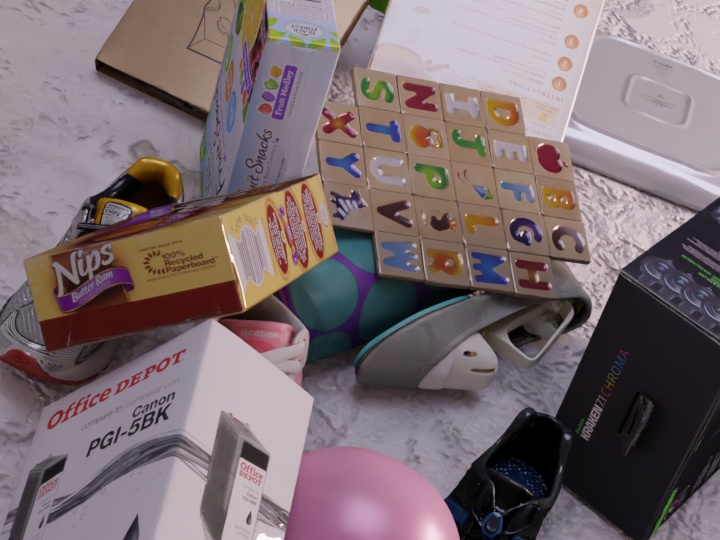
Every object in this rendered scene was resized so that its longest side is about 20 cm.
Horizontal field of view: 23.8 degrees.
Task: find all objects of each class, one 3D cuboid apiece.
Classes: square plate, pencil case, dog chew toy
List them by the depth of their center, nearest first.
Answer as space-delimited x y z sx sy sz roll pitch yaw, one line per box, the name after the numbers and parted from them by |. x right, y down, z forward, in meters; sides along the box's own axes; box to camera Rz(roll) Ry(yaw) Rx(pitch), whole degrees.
-0.025 0.194 0.888 0.124 0.125 0.201 22 60 5 | dog chew toy
0.000 0.000 1.148 0.199 0.085 0.092 -21 55 -37 | pencil case
0.245 -0.135 1.442 0.199 0.029 0.199 22 40 3 | square plate

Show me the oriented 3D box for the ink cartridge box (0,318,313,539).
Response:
-0.115 0.143 0.860 0.083 0.146 0.201 41 40 -29 | ink cartridge box

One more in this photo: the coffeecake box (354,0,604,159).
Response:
0.081 -0.139 1.269 0.153 0.073 0.201 18 76 -1 | coffeecake box

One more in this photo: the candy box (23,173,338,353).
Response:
-0.094 -0.008 0.971 0.116 0.057 0.200 -12 8 16 | candy box

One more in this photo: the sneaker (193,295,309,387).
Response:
-0.071 0.091 1.002 0.075 0.105 0.201 8 42 -15 | sneaker

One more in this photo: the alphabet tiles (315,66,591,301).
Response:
0.063 -0.060 1.160 0.199 0.006 0.167 8 56 -23 | alphabet tiles

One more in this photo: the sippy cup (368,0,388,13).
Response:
0.097 -0.225 1.419 0.178 0.140 0.130 42 8 -42 | sippy cup

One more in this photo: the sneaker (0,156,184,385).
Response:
-0.172 -0.005 1.088 0.077 0.082 0.200 22 40 5 | sneaker

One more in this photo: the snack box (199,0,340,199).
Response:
-0.066 -0.113 1.160 0.053 0.201 0.143 8 41 -13 | snack box

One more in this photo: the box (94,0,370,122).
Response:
-0.089 -0.203 1.328 0.163 0.021 0.201 25 67 9 | box

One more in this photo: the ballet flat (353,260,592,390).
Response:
0.084 0.045 1.146 0.199 0.068 0.064 -24 66 -39 | ballet flat

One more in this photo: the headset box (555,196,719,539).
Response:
0.217 0.054 1.100 0.093 0.175 0.200 37 42 22 | headset box

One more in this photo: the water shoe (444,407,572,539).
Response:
0.066 0.154 1.001 0.071 0.079 0.200 26 40 9 | water shoe
